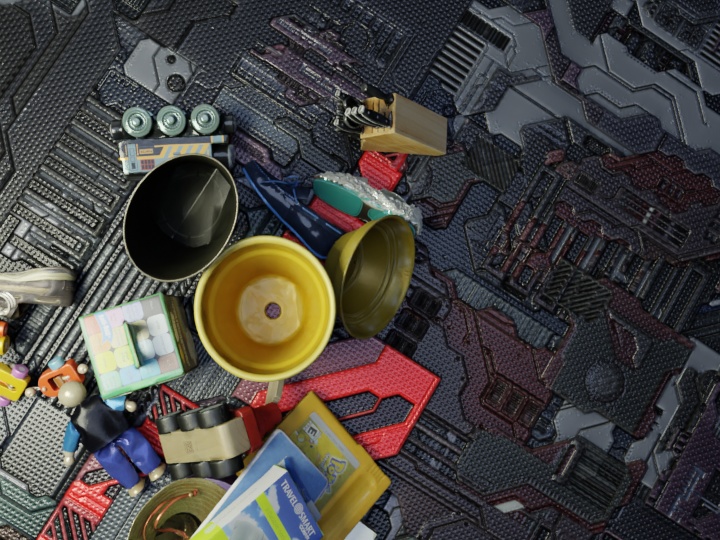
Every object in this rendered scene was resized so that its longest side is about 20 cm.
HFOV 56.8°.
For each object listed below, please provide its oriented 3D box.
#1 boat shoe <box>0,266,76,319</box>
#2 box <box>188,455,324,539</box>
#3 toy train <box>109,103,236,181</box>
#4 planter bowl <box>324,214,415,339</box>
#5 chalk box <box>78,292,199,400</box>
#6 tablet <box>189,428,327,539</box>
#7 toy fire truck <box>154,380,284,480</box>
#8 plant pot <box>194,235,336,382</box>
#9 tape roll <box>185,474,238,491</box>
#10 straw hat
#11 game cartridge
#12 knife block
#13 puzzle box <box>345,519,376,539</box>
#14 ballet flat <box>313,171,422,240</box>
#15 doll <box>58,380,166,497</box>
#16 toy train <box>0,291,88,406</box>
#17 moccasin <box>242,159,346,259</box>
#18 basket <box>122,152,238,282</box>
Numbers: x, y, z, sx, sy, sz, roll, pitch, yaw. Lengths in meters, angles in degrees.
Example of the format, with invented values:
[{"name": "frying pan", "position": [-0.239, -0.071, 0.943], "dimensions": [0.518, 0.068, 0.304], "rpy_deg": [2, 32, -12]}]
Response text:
[{"name": "boat shoe", "position": [-0.543, 0.038, 1.031], "dimensions": [0.197, 0.074, 0.074], "rpy_deg": [-6, 86, -4]}, {"name": "box", "position": [-0.141, 0.372, 0.929], "dimensions": [0.199, 0.047, 0.123], "rpy_deg": [-35, 106, -32]}, {"name": "toy train", "position": [-0.297, -0.204, 1.070], "dimensions": [0.197, 0.085, 0.115], "rpy_deg": [-4, 100, -8]}, {"name": "planter bowl", "position": [0.000, 0.000, 1.057], "dimensions": [0.083, 0.200, 0.202], "rpy_deg": [20, 83, 33]}, {"name": "chalk box", "position": [-0.325, 0.109, 0.982], "dimensions": [0.122, 0.200, 0.126], "rpy_deg": [-16, 88, -6]}, {"name": "tablet", "position": [-0.142, 0.348, 0.967], "dimensions": [0.130, 0.014, 0.200], "rpy_deg": [51, 59, -21]}, {"name": "toy fire truck", "position": [-0.193, 0.221, 1.029], "dimensions": [0.199, 0.175, 0.130], "rpy_deg": [-15, 88, -49]}, {"name": "plant pot", "position": [-0.138, 0.058, 1.009], "dimensions": [0.198, 0.189, 0.204], "rpy_deg": [0, 86, -4]}, {"name": "tape roll", "position": [-0.233, 0.414, 1.016], "dimensions": [0.197, 0.085, 0.203], "rpy_deg": [0, 82, 2]}, {"name": "straw hat", "position": [-0.262, 0.380, 0.933], "dimensions": [0.200, 0.084, 0.204], "rpy_deg": [1, 89, -47]}, {"name": "game cartridge", "position": [-0.071, 0.322, 1.046], "dimensions": [0.200, 0.032, 0.176], "rpy_deg": [48, 62, 0]}, {"name": "knife block", "position": [0.055, -0.238, 1.053], "dimensions": [0.197, 0.176, 0.065], "rpy_deg": [4, 87, -5]}, {"name": "puzzle box", "position": [-0.082, 0.464, 1.068], "dimensions": [0.133, 0.025, 0.201], "rpy_deg": [37, 84, 0]}, {"name": "ballet flat", "position": [0.015, -0.116, 1.105], "dimensions": [0.198, 0.072, 0.072], "rpy_deg": [28, 84, -5]}, {"name": "doll", "position": [-0.392, 0.254, 1.020], "dimensions": [0.136, 0.048, 0.201], "rpy_deg": [-35, 104, -7]}, {"name": "toy train", "position": [-0.518, 0.124, 1.024], "dimensions": [0.149, 0.056, 0.201], "rpy_deg": [-29, 111, 4]}, {"name": "moccasin", "position": [-0.104, -0.110, 1.085], "dimensions": [0.068, 0.081, 0.200], "rpy_deg": [-43, 104, 8]}, {"name": "basket", "position": [-0.247, -0.090, 0.966], "dimensions": [0.135, 0.200, 0.181], "rpy_deg": [33, 97, -13]}]
